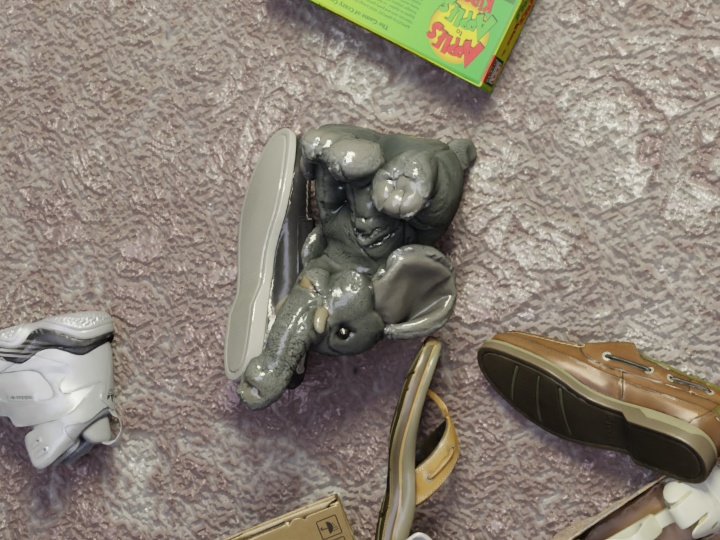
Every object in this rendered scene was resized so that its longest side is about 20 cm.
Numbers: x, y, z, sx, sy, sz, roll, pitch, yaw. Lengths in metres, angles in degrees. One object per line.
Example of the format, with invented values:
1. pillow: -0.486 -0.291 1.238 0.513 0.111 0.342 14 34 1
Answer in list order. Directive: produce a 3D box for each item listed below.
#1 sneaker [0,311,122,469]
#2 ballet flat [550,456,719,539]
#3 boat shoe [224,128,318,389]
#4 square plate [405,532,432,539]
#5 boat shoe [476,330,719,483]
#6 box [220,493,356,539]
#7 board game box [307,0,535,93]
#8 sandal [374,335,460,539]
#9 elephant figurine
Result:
1. sneaker: -0.284 0.108 1.326 0.198 0.075 0.116 -15 84 11
2. ballet flat: 0.220 0.186 1.199 0.199 0.067 0.068 -35 82 12
3. boat shoe: -0.059 -0.008 1.275 0.060 0.074 0.202 13 74 -26
4. square plate: 0.035 0.320 1.232 0.198 0.028 0.200 -42 105 7
5. boat shoe: 0.183 0.089 1.214 0.199 0.072 0.068 26 57 25
6. box: -0.057 0.287 1.240 0.162 0.021 0.202 -21 107 -1
7. board game box: 0.032 -0.227 1.257 0.199 0.048 0.102 29 98 13
8. sandal: 0.047 0.149 1.244 0.053 0.080 0.203 7 94 -2
9. elephant figurine: 0.000 0.000 1.216 0.153 0.142 0.202 9 102 -1
